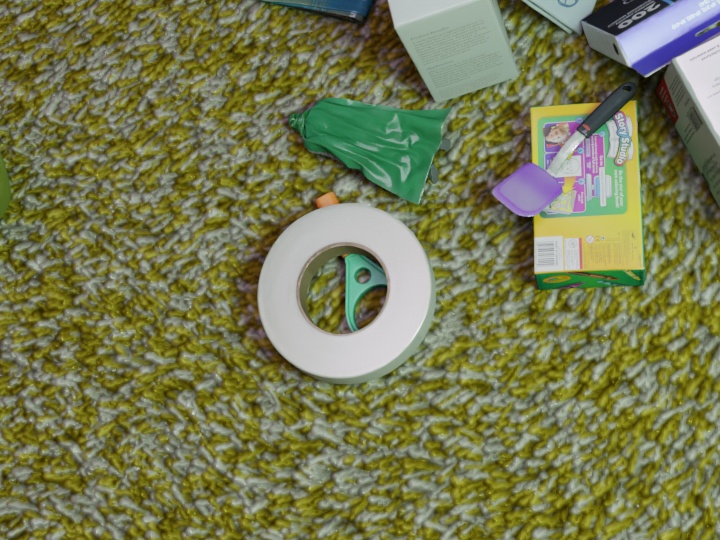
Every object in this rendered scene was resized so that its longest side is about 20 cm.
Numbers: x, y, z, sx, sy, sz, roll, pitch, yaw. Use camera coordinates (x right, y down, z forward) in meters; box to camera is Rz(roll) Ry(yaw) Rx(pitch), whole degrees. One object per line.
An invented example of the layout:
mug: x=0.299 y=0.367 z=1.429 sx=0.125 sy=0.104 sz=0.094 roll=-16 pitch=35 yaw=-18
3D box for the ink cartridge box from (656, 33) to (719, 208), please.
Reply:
ink cartridge box: x=0.397 y=-0.135 z=1.453 sx=0.083 sy=0.144 sz=0.201 roll=-26 pitch=82 yaw=2

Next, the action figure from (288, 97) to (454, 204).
action figure: x=0.003 y=-0.153 z=1.613 sx=0.199 sy=0.055 sz=0.119 roll=18 pitch=79 yaw=24

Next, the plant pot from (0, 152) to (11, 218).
plant pot: x=-0.495 y=-0.118 z=1.632 sx=0.186 sy=0.200 sz=0.188 roll=-4 pitch=72 yaw=11

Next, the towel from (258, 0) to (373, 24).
towel: x=-0.031 y=-0.405 z=1.718 sx=0.146 sy=0.022 sz=0.201 roll=15 pitch=75 yaw=16

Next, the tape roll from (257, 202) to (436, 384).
tape roll: x=-0.015 y=0.024 z=1.551 sx=0.202 sy=0.037 sz=0.204 roll=-4 pitch=74 yaw=13

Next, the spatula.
spatula: x=0.230 y=-0.134 z=1.512 sx=0.200 sy=0.021 sz=0.057 roll=-45 pitch=67 yaw=-6

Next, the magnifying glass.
magnifying glass: x=0.000 y=0.000 z=1.583 sx=0.079 sy=0.022 sz=0.201 roll=-27 pitch=68 yaw=3

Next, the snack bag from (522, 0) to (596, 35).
snack bag: x=0.230 y=-0.385 z=1.554 sx=0.021 sy=0.188 sz=0.201 roll=25 pitch=94 yaw=43

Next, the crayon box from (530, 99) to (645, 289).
crayon box: x=0.249 y=-0.084 z=1.535 sx=0.118 sy=0.058 sz=0.201 roll=-2 pitch=72 yaw=11

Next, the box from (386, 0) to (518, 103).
box: x=0.094 y=-0.306 z=1.561 sx=0.106 sy=0.200 sz=0.153 roll=-17 pitch=69 yaw=11

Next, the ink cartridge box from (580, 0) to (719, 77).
ink cartridge box: x=0.355 y=-0.291 z=1.515 sx=0.198 sy=0.200 sz=0.043 roll=-30 pitch=110 yaw=2
